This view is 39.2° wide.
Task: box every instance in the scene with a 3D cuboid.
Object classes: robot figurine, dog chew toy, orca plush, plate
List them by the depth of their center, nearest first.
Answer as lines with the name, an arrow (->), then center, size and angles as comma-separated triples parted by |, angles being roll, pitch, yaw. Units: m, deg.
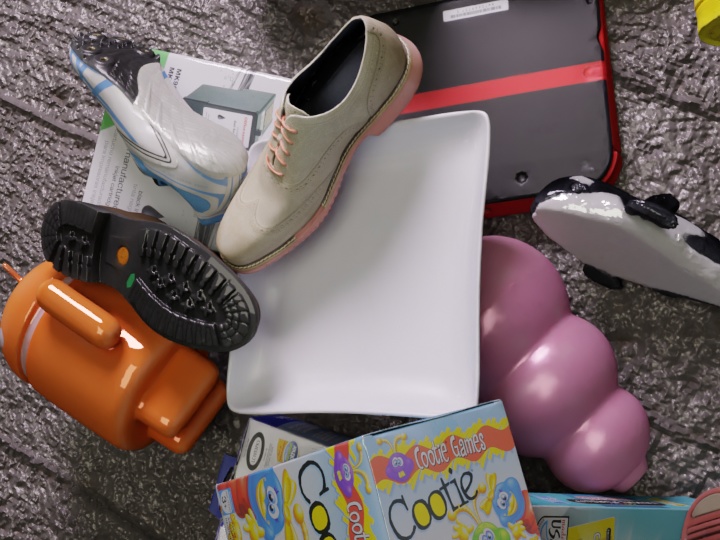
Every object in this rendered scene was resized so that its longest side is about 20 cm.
plate -> 0.000, 0.000, 0.699 | 0.197, 0.032, 0.204 | -3, 77, 30
dog chew toy -> 0.124, 0.072, 0.718 | 0.125, 0.124, 0.200 | -45, 78, 8
orca plush -> 0.224, -0.032, 0.722 | 0.197, 0.106, 0.072 | 15, 60, 20
robot figurine -> -0.201, 0.064, 0.800 | 0.198, 0.143, 0.118 | 30, 107, 17

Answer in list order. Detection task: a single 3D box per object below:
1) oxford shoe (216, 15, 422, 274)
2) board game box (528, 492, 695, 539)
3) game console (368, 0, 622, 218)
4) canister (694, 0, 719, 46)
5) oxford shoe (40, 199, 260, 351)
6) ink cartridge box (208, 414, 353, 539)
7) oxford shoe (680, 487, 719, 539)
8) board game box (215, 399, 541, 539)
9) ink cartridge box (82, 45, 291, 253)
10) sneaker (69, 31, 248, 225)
oxford shoe -> -0.044, -0.087, 0.685 | 0.071, 0.074, 0.201 | 42, 100, 31
board game box -> 0.159, 0.226, 0.658 | 0.047, 0.197, 0.154 | 3, 84, 56
game console -> 0.099, -0.131, 0.795 | 0.196, 0.031, 0.181 | -7, 77, 16
canister -> 0.303, -0.261, 0.692 | 0.146, 0.087, 0.204 | 3, 82, -12
oxford shoe -> -0.139, -0.003, 0.741 | 0.198, 0.084, 0.074 | 29, 104, 29
ink cartridge box -> -0.033, 0.195, 0.777 | 0.197, 0.076, 0.139 | 15, 88, 17
oxford shoe -> 0.253, 0.239, 0.631 | 0.070, 0.074, 0.204 | -31, 55, 44
board game box -> 0.004, 0.158, 0.622 | 0.199, 0.103, 0.105 | -31, 71, 55
ink cartridge box -> -0.109, -0.089, 0.823 | 0.197, 0.084, 0.149 | 14, 89, 17
sneaker -> -0.161, -0.112, 0.764 | 0.200, 0.071, 0.073 | 45, 128, 23
